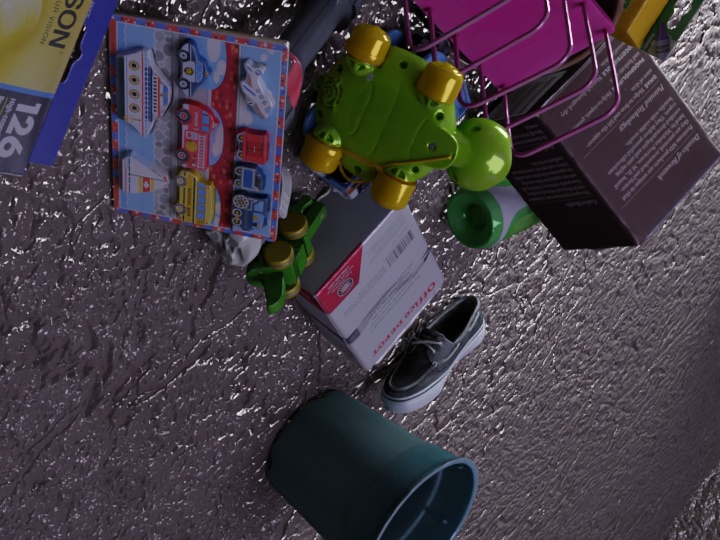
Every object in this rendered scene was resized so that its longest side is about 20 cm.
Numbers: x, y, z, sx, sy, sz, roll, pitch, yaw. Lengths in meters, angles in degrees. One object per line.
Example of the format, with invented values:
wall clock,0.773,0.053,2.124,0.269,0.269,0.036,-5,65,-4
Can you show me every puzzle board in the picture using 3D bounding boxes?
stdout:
puzzle board,-0.140,-0.116,1.174,0.017,0.150,0.200,-74,173,-51

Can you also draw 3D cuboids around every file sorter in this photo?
file sorter,0.148,-0.224,1.347,0.139,0.126,0.200,-26,137,27

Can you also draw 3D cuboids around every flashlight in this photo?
flashlight,-0.057,-0.196,1.238,0.200,0.068,0.068,-59,140,-38

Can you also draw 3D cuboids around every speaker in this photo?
speaker,0.198,-0.091,1.724,0.200,0.088,0.089,-25,138,-42

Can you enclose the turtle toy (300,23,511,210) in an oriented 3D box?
turtle toy,0.046,-0.134,1.280,0.146,0.200,0.101,-65,171,19

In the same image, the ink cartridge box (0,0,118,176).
ink cartridge box,-0.262,-0.169,1.035,0.200,0.047,0.198,6,113,-52

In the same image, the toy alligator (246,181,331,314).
toy alligator,-0.074,-0.039,1.421,0.059,0.054,0.200,80,27,-51

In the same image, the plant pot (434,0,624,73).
plant pot,0.167,-0.301,1.427,0.200,0.093,0.201,-1,142,-1

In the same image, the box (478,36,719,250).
box,0.270,-0.151,1.608,0.164,0.166,0.200,-46,106,-18

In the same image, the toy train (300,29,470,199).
toy train,0.025,-0.155,1.412,0.200,0.087,0.114,-47,146,-15

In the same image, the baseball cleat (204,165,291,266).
baseball cleat,-0.112,-0.101,1.312,0.106,0.070,0.200,-51,156,-41

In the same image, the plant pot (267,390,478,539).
plant pot,0.005,0.258,1.676,0.200,0.196,0.200,-36,145,-30

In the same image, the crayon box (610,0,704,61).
crayon box,0.273,-0.326,1.489,0.126,0.200,0.052,-57,150,2

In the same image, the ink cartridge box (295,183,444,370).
ink cartridge box,0.000,0.000,1.532,0.145,0.083,0.200,-49,150,-11

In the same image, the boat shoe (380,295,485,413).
boat shoe,0.090,0.101,1.787,0.200,0.072,0.071,-46,141,-36
